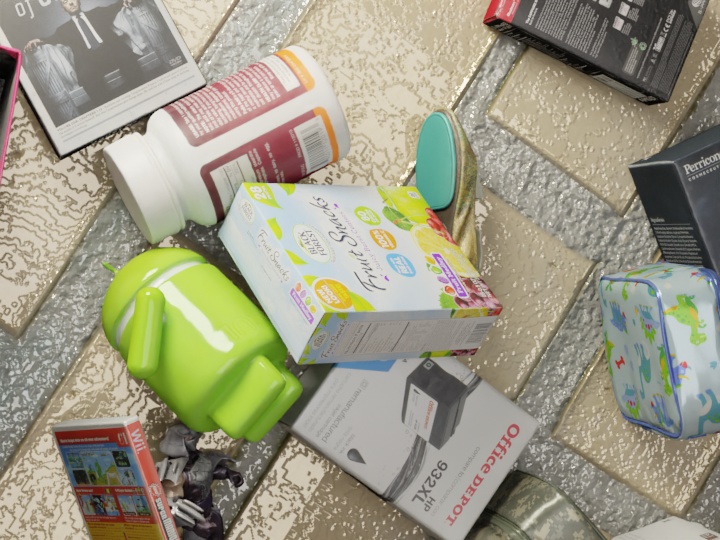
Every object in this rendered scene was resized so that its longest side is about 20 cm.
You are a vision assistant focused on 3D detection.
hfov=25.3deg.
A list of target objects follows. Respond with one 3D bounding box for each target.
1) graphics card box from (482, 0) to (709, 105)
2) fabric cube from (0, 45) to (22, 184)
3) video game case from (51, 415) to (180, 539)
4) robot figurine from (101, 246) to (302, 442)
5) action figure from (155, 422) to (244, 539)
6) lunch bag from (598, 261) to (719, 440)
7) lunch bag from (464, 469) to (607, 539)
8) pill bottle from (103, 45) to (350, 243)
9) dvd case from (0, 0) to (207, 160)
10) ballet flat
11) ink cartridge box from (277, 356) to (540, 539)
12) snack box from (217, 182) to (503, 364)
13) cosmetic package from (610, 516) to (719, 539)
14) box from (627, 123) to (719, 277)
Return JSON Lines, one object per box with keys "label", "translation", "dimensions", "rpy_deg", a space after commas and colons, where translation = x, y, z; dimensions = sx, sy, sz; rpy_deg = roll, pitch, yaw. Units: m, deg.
{"label": "graphics card box", "translation": [0.231, -0.258, 1.561], "dimensions": [0.199, 0.051, 0.126], "rpy_deg": [23, 85, -14]}
{"label": "fabric cube", "translation": [-0.395, -0.095, 1.317], "dimensions": [0.199, 0.199, 0.197], "rpy_deg": [10, 89, -15]}
{"label": "video game case", "translation": [-0.203, 0.226, 1.408], "dimensions": [0.017, 0.143, 0.201], "rpy_deg": [-23, 98, -36]}
{"label": "robot figurine", "translation": [-0.145, 0.060, 1.405], "dimensions": [0.200, 0.175, 0.116], "rpy_deg": [43, 96, 19]}
{"label": "action figure", "translation": [-0.142, 0.221, 1.442], "dimensions": [0.069, 0.130, 0.201], "rpy_deg": [-2, 108, 21]}
{"label": "lunch bag", "translation": [0.290, 0.076, 1.507], "dimensions": [0.082, 0.200, 0.161], "rpy_deg": [-10, 92, -8]}
{"label": "lunch bag", "translation": [0.168, 0.315, 1.509], "dimensions": [0.168, 0.139, 0.200], "rpy_deg": [-43, 104, -9]}
{"label": "pill bottle", "translation": [-0.120, -0.110, 1.435], "dimensions": [0.200, 0.114, 0.114], "rpy_deg": [-28, 98, -13]}
{"label": "dvd case", "translation": [-0.249, -0.219, 1.427], "dimensions": [0.150, 0.025, 0.200], "rpy_deg": [-29, 90, -16]}
{"label": "ballet flat", "translation": [0.089, -0.053, 1.524], "dimensions": [0.070, 0.071, 0.201], "rpy_deg": [1, 90, -15]}
{"label": "ink cartridge box", "translation": [0.044, 0.141, 1.500], "dimensions": [0.200, 0.084, 0.145], "rpy_deg": [37, 82, -13]}
{"label": "snack box", "translation": [0.000, 0.000, 1.412], "dimensions": [0.200, 0.169, 0.068], "rpy_deg": [-2, 134, -37]}
{"label": "cosmetic package", "translation": [0.323, 0.352, 1.568], "dimensions": [0.081, 0.113, 0.201], "rpy_deg": [-18, 94, -15]}
{"label": "box", "translation": [0.379, -0.042, 1.577], "dimensions": [0.148, 0.107, 0.201], "rpy_deg": [-25, 97, -13]}
